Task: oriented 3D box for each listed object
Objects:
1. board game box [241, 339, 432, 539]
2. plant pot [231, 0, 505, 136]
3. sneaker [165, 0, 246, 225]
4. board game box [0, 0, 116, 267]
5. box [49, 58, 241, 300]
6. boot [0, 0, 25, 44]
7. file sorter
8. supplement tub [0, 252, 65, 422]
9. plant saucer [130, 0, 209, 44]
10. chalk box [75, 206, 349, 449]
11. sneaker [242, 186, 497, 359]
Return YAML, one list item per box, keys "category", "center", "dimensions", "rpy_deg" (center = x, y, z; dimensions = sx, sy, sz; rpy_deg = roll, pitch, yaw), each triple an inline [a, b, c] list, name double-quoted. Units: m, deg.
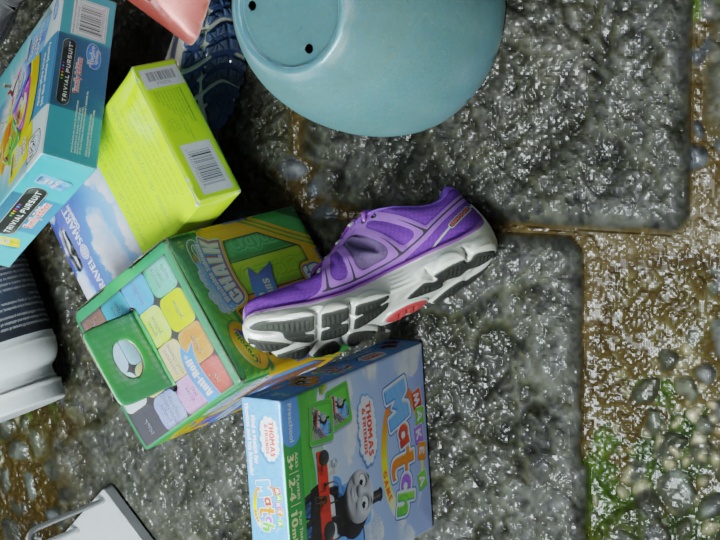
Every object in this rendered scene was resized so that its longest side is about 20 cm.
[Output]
- category: "board game box"
  center: [-0.012, 0.144, 1.166]
  dimensions: [0.037, 0.200, 0.152]
  rpy_deg: [1, 100, 30]
- category: "plant pot"
  center: [-0.015, -0.191, 1.143]
  dimensions: [0.200, 0.135, 0.201]
  rpy_deg: [6, 102, 31]
- category: "sneaker"
  center: [-0.152, -0.130, 1.275]
  dimensions: [0.085, 0.077, 0.200]
  rpy_deg: [21, 109, 31]
- category: "board game box"
  center: [-0.261, -0.111, 1.280]
  dimensions: [0.200, 0.047, 0.151]
  rpy_deg: [-36, 45, 52]
- category: "box"
  center: [-0.177, -0.060, 1.245]
  dimensions: [0.200, 0.048, 0.122]
  rpy_deg: [-41, 72, 49]
- category: "boot"
  center: [-0.341, -0.232, 1.336]
  dimensions: [0.200, 0.132, 0.070]
  rpy_deg: [-36, 81, 31]
- category: "file sorter"
  center: [-0.268, 0.316, 1.402]
  dimensions: [0.139, 0.124, 0.200]
  rpy_deg: [50, 120, 14]
- category: "supplement tub"
  center: [-0.349, 0.037, 1.387]
  dimensions: [0.140, 0.140, 0.200]
  rpy_deg: [-23, 87, 33]
- category: "plant saucer"
  center: [-0.159, -0.301, 1.216]
  dimensions: [0.200, 0.037, 0.200]
  rpy_deg: [39, 117, 44]
- category: "chalk box"
  center: [-0.120, 0.045, 1.208]
  dimensions: [0.124, 0.200, 0.125]
  rpy_deg: [-35, 81, 36]
- category: "sneaker"
  center: [0.000, 0.000, 1.163]
  dimensions: [0.084, 0.200, 0.081]
  rpy_deg: [59, 161, 22]
